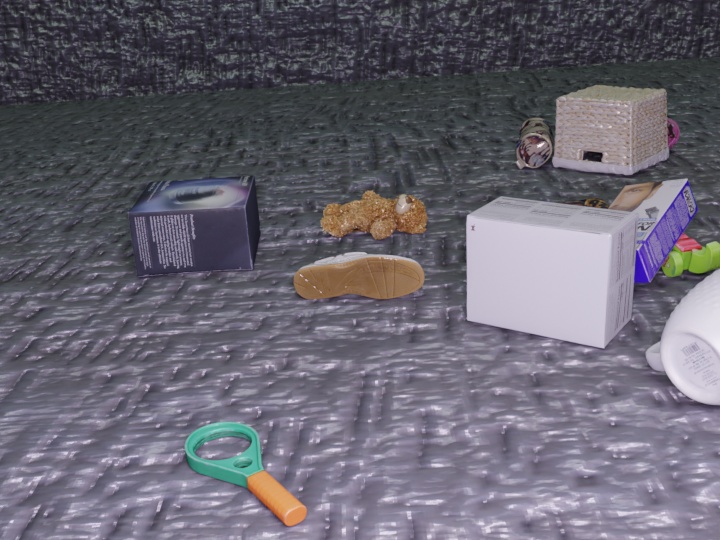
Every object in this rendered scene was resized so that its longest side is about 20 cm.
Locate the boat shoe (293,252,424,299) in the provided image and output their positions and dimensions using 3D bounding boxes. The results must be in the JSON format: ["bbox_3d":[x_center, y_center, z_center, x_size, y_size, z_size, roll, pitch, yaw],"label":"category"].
[{"bbox_3d":[0.000,0.000,1.330,0.199,0.071,0.069,-1,23,10],"label":"boat shoe"}]

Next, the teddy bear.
[{"bbox_3d":[0.023,-0.106,1.606,0.199,0.067,0.145,4,25,21],"label":"teddy bear"}]

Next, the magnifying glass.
[{"bbox_3d":[-0.117,0.204,0.893,0.079,0.022,0.200,-17,25,-31],"label":"magnifying glass"}]

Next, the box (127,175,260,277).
[{"bbox_3d":[-0.283,-0.084,1.529,0.198,0.124,0.200,-3,21,-2],"label":"box"}]

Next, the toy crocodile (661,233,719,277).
[{"bbox_3d":[0.485,-0.038,1.356,0.067,0.062,0.200,-9,21,-13],"label":"toy crocodile"}]

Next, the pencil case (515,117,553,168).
[{"bbox_3d":[0.401,-0.297,2.018,0.089,0.078,0.200,-27,13,21],"label":"pencil case"}]

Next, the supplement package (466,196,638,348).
[{"bbox_3d":[0.255,-0.003,1.174,0.200,0.156,0.111,11,23,33],"label":"supplement package"}]

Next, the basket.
[{"bbox_3d":[0.558,-0.315,1.930,0.198,0.161,0.200,14,26,40],"label":"basket"}]

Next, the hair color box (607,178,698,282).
[{"bbox_3d":[0.421,-0.060,1.325,0.109,0.065,0.200,-3,31,45],"label":"hair color box"}]

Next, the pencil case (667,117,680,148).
[{"bbox_3d":[0.685,-0.341,2.072,0.082,0.087,0.200,-7,21,-1],"label":"pencil case"}]

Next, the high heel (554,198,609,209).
[{"bbox_3d":[0.336,-0.086,1.482,0.142,0.072,0.200,-1,4,-11],"label":"high heel"}]

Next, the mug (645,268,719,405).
[{"bbox_3d":[0.416,0.076,0.995,0.175,0.148,0.200,-25,-2,-28],"label":"mug"}]
